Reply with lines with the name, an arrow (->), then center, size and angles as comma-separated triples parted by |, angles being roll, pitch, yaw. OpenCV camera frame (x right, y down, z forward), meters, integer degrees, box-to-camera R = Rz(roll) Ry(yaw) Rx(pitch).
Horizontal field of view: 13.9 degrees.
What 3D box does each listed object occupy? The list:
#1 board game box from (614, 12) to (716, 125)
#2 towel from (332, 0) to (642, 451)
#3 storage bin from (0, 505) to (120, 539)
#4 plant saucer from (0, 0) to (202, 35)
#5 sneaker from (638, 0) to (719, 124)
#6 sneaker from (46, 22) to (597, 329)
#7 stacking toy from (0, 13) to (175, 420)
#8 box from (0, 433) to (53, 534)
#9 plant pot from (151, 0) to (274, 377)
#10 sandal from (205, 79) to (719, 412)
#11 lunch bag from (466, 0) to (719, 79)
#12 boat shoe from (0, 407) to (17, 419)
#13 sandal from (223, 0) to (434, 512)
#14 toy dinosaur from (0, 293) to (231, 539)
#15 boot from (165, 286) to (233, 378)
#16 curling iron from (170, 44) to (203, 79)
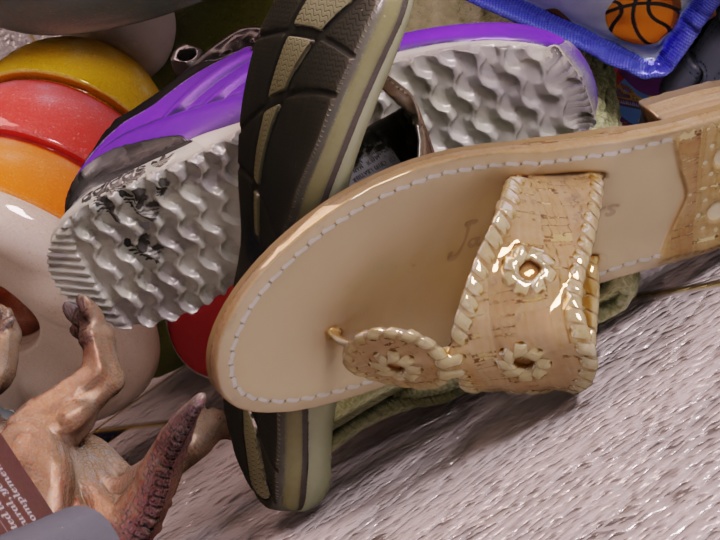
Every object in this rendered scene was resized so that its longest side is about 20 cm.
board game box -> 0.070, -0.131, 1.179 | 0.039, 0.200, 0.158 | -47, -1, -40
towel -> 0.028, -0.034, 1.045 | 0.148, 0.036, 0.200 | -22, 45, 21
storage bin -> -0.140, 0.127, 0.719 | 0.200, 0.146, 0.134 | -27, 0, 31
plant saucer -> -0.094, -0.149, 1.266 | 0.200, 0.036, 0.200 | -15, 28, 8
sneaker -> 0.150, -0.081, 1.014 | 0.200, 0.079, 0.078 | -29, 10, 32
sneaker -> -0.014, -0.056, 1.018 | 0.200, 0.070, 0.100 | -18, 34, 20
stacking toy -> -0.127, -0.047, 1.246 | 0.146, 0.146, 0.200 | -24, 34, 43
box -> -0.187, 0.127, 0.965 | 0.200, 0.100, 0.075 | -27, 10, 30
plant pot -> -0.059, -0.053, 1.361 | 0.200, 0.187, 0.187 | -48, 12, -11
sandal -> 0.061, 0.002, 0.900 | 0.212, 0.078, 0.070 | -22, 40, -20
lunch bag -> 0.038, -0.179, 1.004 | 0.124, 0.200, 0.170 | -55, 22, 36
boat shoe -> -0.174, 0.084, 1.256 | 0.062, 0.073, 0.200 | -42, 8, -33
sandal -> -0.005, -0.016, 0.941 | 0.057, 0.201, 0.080 | -2, 32, -17
toy dinosaur -> -0.124, 0.087, 1.023 | 0.200, 0.086, 0.136 | -1, 48, 41
boot -> 0.000, 0.000, 1.133 | 0.200, 0.072, 0.144 | -28, 13, 18
curling iron -> -0.061, -0.023, 1.227 | 0.050, 0.026, 0.200 | -2, -34, 1
